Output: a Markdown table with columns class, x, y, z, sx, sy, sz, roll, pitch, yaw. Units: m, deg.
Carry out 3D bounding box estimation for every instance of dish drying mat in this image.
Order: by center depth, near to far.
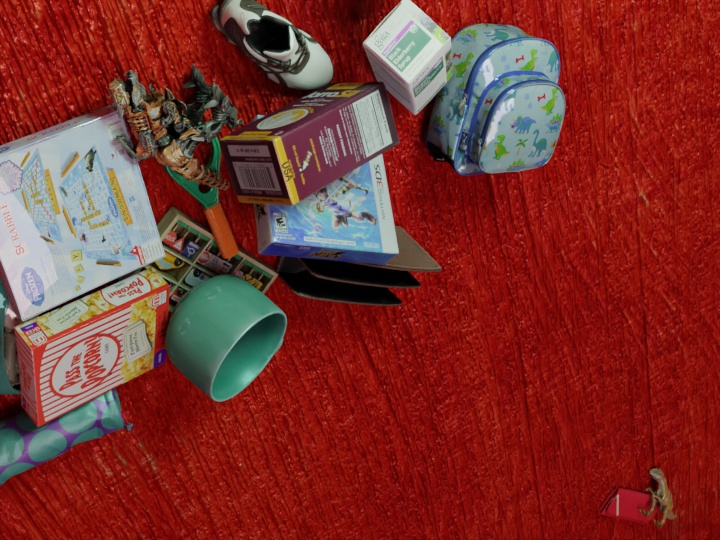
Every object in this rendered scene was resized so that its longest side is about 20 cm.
| class | x | y | z | sx | sy | sz | roll | pitch | yaw |
| --- | --- | --- | --- | --- | --- | --- | --- | --- | --- |
| dish drying mat | 0.623 | 0.540 | 2.323 | 0.199 | 0.018 | 0.077 | 21 | 104 | -40 |

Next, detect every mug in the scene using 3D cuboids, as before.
| class | x | y | z | sx | sy | sz | roll | pitch | yaw |
| --- | --- | --- | --- | --- | --- | --- | --- | --- | --- |
| mug | -0.189 | 0.089 | 1.389 | 0.152 | 0.114 | 0.186 | -47 | 162 | -19 |

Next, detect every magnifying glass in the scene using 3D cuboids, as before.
| class | x | y | z | sx | sy | sz | roll | pitch | yaw |
| --- | --- | --- | --- | --- | --- | --- | --- | --- | --- |
| magnifying glass | -0.205 | -0.106 | 1.343 | 0.079 | 0.022 | 0.202 | -31 | 121 | -21 |

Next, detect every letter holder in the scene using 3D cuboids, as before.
| class | x | y | z | sx | sy | sz | roll | pitch | yaw |
| --- | --- | --- | --- | --- | --- | --- | --- | --- | --- |
| letter holder | 0.000 | 0.000 | 1.483 | 0.198 | 0.142 | 0.102 | 6 | 115 | -36 |

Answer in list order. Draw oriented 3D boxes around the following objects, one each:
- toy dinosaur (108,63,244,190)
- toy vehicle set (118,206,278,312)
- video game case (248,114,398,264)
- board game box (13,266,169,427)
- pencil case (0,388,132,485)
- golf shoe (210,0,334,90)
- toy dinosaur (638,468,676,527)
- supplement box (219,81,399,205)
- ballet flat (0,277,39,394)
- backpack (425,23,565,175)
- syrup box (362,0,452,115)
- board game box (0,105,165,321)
| class | x | y | z | sx | sy | sz | roll | pitch | yaw |
| --- | --- | --- | --- | --- | --- | --- | --- | --- | --- |
| toy dinosaur | -0.224 | -0.175 | 1.251 | 0.136 | 0.102 | 0.200 | -43 | 153 | -5 |
| toy vehicle set | -0.223 | 0.008 | 1.419 | 0.199 | 0.027 | 0.125 | 32 | 98 | -42 |
| video game case | -0.051 | -0.106 | 1.363 | 0.198 | 0.184 | 0.045 | 5 | 156 | -34 |
| board game box | -0.345 | 0.098 | 1.321 | 0.199 | 0.046 | 0.153 | -27 | 146 | -34 |
| pencil case | -0.419 | 0.217 | 1.384 | 0.198 | 0.085 | 0.093 | -23 | 149 | -18 |
| golf shoe | -0.098 | -0.273 | 1.278 | 0.199 | 0.094 | 0.078 | 24 | 103 | -43 |
| toy dinosaur | 0.698 | 0.541 | 2.329 | 0.106 | 0.060 | 0.201 | -41 | 127 | -23 |
| supplement box | -0.060 | -0.161 | 1.265 | 0.199 | 0.110 | 0.087 | -35 | 119 | -37 |
| ballet flat | -0.441 | 0.074 | 1.285 | 0.069 | 0.068 | 0.202 | 13 | 121 | 2 |
| backpack | 0.205 | -0.243 | 1.462 | 0.181 | 0.147 | 0.202 | -9 | 120 | -31 |
| syrup box | 0.065 | -0.274 | 1.321 | 0.079 | 0.081 | 0.200 | -48 | 175 | 2 |
| board game box | -0.355 | -0.071 | 1.230 | 0.198 | 0.041 | 0.202 | -26 | 119 | -28 |
